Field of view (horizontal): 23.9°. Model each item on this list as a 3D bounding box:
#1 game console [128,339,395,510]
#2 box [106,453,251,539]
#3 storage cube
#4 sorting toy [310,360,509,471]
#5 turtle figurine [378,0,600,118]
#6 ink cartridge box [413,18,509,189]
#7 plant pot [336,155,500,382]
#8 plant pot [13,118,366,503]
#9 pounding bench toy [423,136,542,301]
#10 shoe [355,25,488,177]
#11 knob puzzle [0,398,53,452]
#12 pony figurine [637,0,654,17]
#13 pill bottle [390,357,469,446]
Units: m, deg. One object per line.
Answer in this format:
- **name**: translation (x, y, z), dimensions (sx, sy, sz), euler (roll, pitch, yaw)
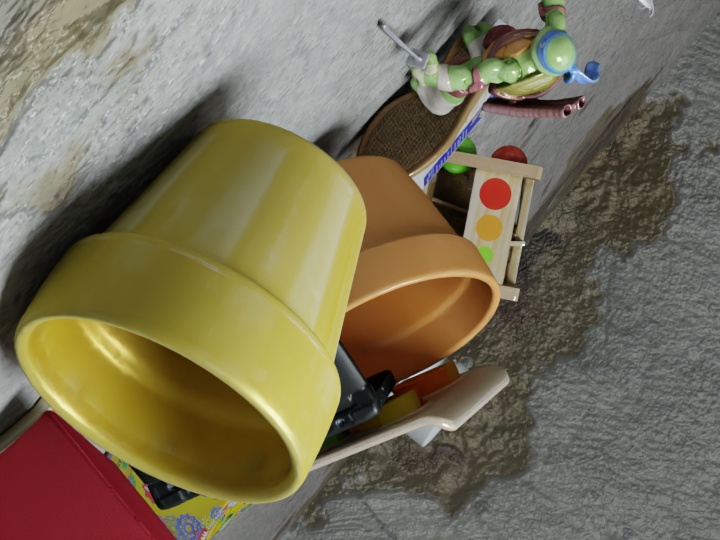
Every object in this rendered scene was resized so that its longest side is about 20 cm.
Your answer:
- **game console**: translation (-0.090, 0.095, 1.347), dimensions (0.199, 0.117, 0.176), euler (-24, -176, 12)
- **box**: translation (-0.108, 0.118, 1.566), dimensions (0.201, 0.122, 0.192), euler (-56, 169, 29)
- **storage cube**: translation (-0.208, 0.235, 1.205), dimensions (0.171, 0.180, 0.200), euler (-41, 159, -6)
- **sorting toy**: translation (0.011, 0.124, 1.438), dimensions (0.199, 0.037, 0.185), euler (-19, -177, 22)
- **turtle figurine**: translation (0.100, -0.210, 1.442), dimensions (0.194, 0.199, 0.145), euler (165, -55, -72)
- **ink cartridge box**: translation (0.086, -0.146, 1.661), dimensions (0.200, 0.039, 0.099), euler (-51, 171, -8)
- **plant pot**: translation (0.000, 0.000, 1.421), dimensions (0.199, 0.141, 0.200), euler (-20, 155, -10)
- **plant pot**: translation (-0.090, 0.015, 1.086), dimensions (0.201, 0.200, 0.190), euler (114, 2, -59)
- **pounding bench toy**: translation (0.081, -0.066, 1.791), dimensions (0.124, 0.198, 0.157), euler (-42, 142, -86)
- **shoe**: translation (0.067, -0.141, 1.559), dimensions (0.200, 0.070, 0.053), euler (-47, 167, -22)
- **knob puzzle**: translation (-0.250, 0.158, 1.307), dimensions (0.220, 0.030, 0.220), euler (-50, 170, -11)
- **pony figurine**: translation (0.174, -0.306, 1.273), dimensions (0.200, 0.167, 0.193), euler (-48, 141, 16)
- **pill bottle**: translation (0.022, 0.089, 1.837), dimensions (0.114, 0.200, 0.114), euler (-49, 171, -10)
